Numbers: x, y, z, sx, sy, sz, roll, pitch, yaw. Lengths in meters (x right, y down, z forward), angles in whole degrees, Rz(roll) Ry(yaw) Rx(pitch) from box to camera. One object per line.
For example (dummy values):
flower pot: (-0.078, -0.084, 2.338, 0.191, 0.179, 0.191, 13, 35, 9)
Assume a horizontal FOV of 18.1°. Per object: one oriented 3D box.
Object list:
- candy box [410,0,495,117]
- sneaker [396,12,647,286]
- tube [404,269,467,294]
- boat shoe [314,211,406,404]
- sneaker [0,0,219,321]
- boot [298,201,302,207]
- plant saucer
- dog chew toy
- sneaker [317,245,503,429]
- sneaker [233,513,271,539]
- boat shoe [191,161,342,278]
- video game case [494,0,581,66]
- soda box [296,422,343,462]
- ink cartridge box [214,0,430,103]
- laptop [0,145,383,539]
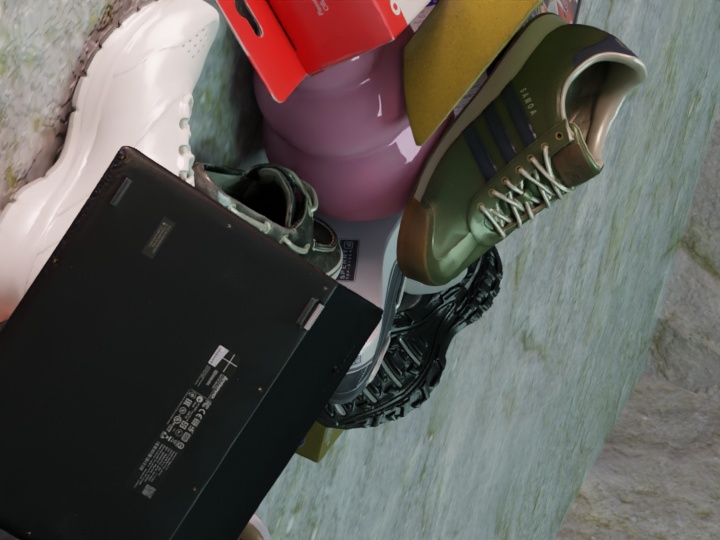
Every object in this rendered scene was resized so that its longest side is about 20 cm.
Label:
candy box: (0.076, -0.150, 1.570, 0.169, 0.077, 0.200, -21, 99, -72)
sneaker: (0.106, -0.071, 1.413, 0.200, 0.090, 0.067, -57, 139, -14)
tube: (0.032, -0.082, 1.598, 0.077, 0.050, 0.200, 95, -15, -62)
boat shoe: (0.000, 0.000, 1.507, 0.068, 0.072, 0.200, 87, 8, -49)
sneaker: (-0.115, -0.050, 1.160, 0.075, 0.087, 0.200, 71, 42, -68)
boot: (-0.089, 0.056, 1.471, 0.200, 0.064, 0.187, -47, 142, -64)
plant saucer: (0.103, -0.191, 1.340, 0.200, 0.048, 0.200, -52, -179, -37)
dog chew toy: (-0.010, -0.116, 1.407, 0.125, 0.124, 0.200, -63, 158, -21)
sneaker: (0.024, 0.046, 1.610, 0.079, 0.074, 0.200, -15, -155, 48)
sneaker: (-0.123, 0.155, 1.316, 0.070, 0.200, 0.109, 59, 31, -15)
boat shoe: (-0.056, -0.027, 1.373, 0.064, 0.071, 0.200, -49, 159, 16)
video game case: (0.103, -0.216, 1.532, 0.200, 0.025, 0.181, -72, 144, -56)
soda box: (-0.017, 0.064, 1.753, 0.200, 0.068, 0.064, -48, 157, -55)
ink cartridge box: (-0.010, -0.191, 1.270, 0.116, 0.067, 0.200, 59, 37, -17)
laptop: (-0.099, 0.060, 1.141, 0.187, 0.200, 0.116, -57, -160, -1)
